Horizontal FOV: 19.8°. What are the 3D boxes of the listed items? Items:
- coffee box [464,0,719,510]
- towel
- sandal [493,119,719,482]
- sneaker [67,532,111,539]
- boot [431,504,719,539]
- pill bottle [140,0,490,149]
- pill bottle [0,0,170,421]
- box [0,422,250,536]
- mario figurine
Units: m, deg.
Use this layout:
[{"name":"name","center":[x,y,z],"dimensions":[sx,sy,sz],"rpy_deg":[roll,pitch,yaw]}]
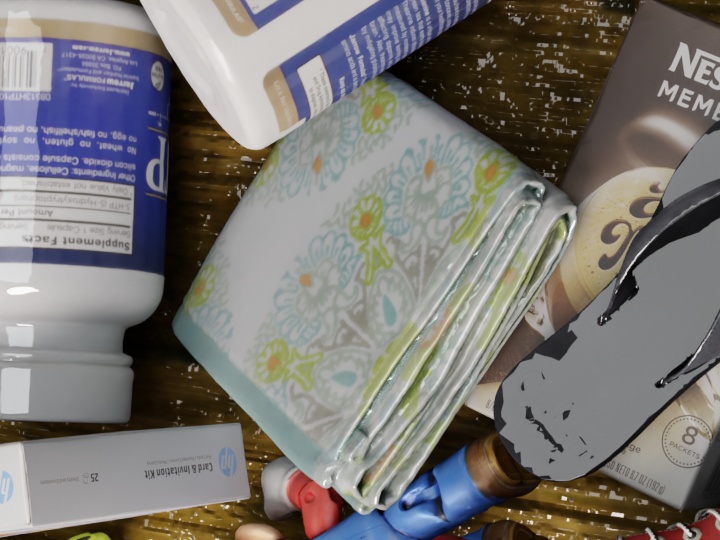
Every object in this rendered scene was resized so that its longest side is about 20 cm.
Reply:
[{"name":"coffee box","center":[0.144,-0.007,0.930],"dimensions":[0.113,0.080,0.201],"rpy_deg":[25,95,22]},{"name":"towel","center":[0.000,0.000,0.964],"dimensions":[0.172,0.048,0.200],"rpy_deg":[-57,39,6]},{"name":"sandal","center":[0.134,0.011,0.866],"dimensions":[0.076,0.043,0.200],"rpy_deg":[41,100,17]},{"name":"sneaker","center":[-0.169,0.222,1.049],"dimensions":[0.083,0.074,0.201],"rpy_deg":[29,95,-3]},{"name":"boot","center":[0.130,0.107,0.844],"dimensions":[0.199,0.072,0.145],"rpy_deg":[17,92,13]},{"name":"pill bottle","center":[0.002,-0.153,0.958],"dimensions":[0.200,0.111,0.111],"rpy_deg":[-34,74,-9]},{"name":"pill bottle","center":[-0.155,-0.027,1.019],"dimensions":[0.119,0.120,0.201],"rpy_deg":[0,86,21]},{"name":"box","center":[-0.177,0.107,0.984],"dimensions":[0.199,0.156,0.041],"rpy_deg":[-13,82,33]},{"name":"mario figurine","center":[0.006,0.143,0.974],"dimensions":[0.199,0.124,0.106],"rpy_deg":[-24,116,29]}]
